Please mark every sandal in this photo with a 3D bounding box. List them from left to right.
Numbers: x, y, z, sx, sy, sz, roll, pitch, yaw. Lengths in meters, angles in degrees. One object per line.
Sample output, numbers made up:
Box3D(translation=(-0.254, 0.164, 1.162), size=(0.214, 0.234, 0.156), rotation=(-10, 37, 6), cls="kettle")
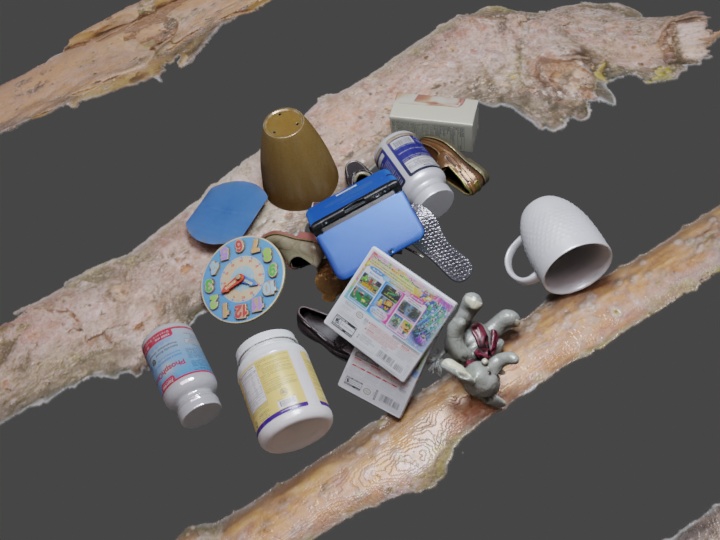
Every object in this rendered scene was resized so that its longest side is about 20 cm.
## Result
Box3D(translation=(0.159, -0.054, 1.501), size=(0.076, 0.043, 0.200), rotation=(-38, 85, 2), cls="sandal")

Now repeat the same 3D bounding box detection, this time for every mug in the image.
Box3D(translation=(0.387, -0.049, 1.442), size=(0.200, 0.148, 0.175), rotation=(-37, 46, 20), cls="mug")

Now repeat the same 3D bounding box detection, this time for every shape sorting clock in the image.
Box3D(translation=(-0.255, 0.018, 1.508), size=(0.200, 0.039, 0.200), rotation=(-5, 73, 17), cls="shape sorting clock")

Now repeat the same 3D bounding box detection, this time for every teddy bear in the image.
Box3D(translation=(0.000, 0.000, 1.469), size=(0.145, 0.200, 0.067), rotation=(50, 30, -1), cls="teddy bear")

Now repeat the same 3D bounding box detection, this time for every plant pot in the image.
Box3D(translation=(-0.156, -0.270, 1.616), size=(0.186, 0.200, 0.186), rotation=(-3, 58, 5), cls="plant pot")

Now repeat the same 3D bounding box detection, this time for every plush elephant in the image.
Box3D(translation=(0.225, 0.165, 1.310), size=(0.200, 0.165, 0.155), rotation=(-47, 44, 12), cls="plush elephant")

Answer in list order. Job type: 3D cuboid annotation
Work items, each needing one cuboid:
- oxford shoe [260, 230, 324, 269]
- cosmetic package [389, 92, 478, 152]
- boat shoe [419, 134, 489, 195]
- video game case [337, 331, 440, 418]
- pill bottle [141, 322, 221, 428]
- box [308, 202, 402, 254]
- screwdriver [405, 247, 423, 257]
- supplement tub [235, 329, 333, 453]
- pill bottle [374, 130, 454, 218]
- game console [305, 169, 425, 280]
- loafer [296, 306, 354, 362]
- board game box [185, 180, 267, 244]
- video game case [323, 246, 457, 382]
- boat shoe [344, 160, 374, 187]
Box3D(translation=(-0.156, -0.042, 1.521), size=(0.200, 0.070, 0.075), rotation=(2, 71, 45), cls="oxford shoe")
Box3D(translation=(0.178, -0.356, 1.680), size=(0.200, 0.103, 0.087), rotation=(10, 61, 13), cls="cosmetic package")
Box3D(translation=(0.200, -0.246, 1.623), size=(0.200, 0.072, 0.068), rotation=(36, 68, 26), cls="boat shoe")
Box3D(translation=(0.057, 0.164, 1.359), size=(0.143, 0.018, 0.200), rotation=(25, 93, 22), cls="video game case")
Box3D(translation=(-0.352, 0.209, 1.391), size=(0.109, 0.109, 0.200), rotation=(-29, 58, -10), cls="pill bottle")
Box3D(translation=(-0.006, -0.092, 1.540), size=(0.200, 0.100, 0.075), rotation=(1, 59, 10), cls="box")
Box3D(translation=(0.048, -0.074, 1.452), size=(0.200, 0.028, 0.029), rotation=(26, 42, 16), cls="screwdriver")
Box3D(translation=(-0.150, 0.227, 1.328), size=(0.145, 0.145, 0.200), rotation=(-23, 57, -6), cls="supplement tub")
Box3D(translation=(0.123, -0.214, 1.588), size=(0.116, 0.116, 0.200), rotation=(-25, 58, -8), cls="pill bottle")
Box3D(translation=(0.006, -0.098, 1.433), size=(0.200, 0.118, 0.171), rotation=(-28, 24, 1), cls="game console")
Box3D(translation=(-0.048, 0.131, 1.424), size=(0.200, 0.063, 0.072), rotation=(23, 65, 21), cls="loafer")
Box3D(translation=(-0.310, -0.127, 1.645), size=(0.158, 0.039, 0.200), rotation=(13, 55, 22), cls="board game box")
Box3D(translation=(0.055, 0.083, 1.342), size=(0.200, 0.024, 0.182), rotation=(35, 97, 18), cls="video game case")
Box3D(translation=(0.007, -0.202, 1.613), size=(0.072, 0.065, 0.200), rotation=(-16, 45, -2), cls="boat shoe")
